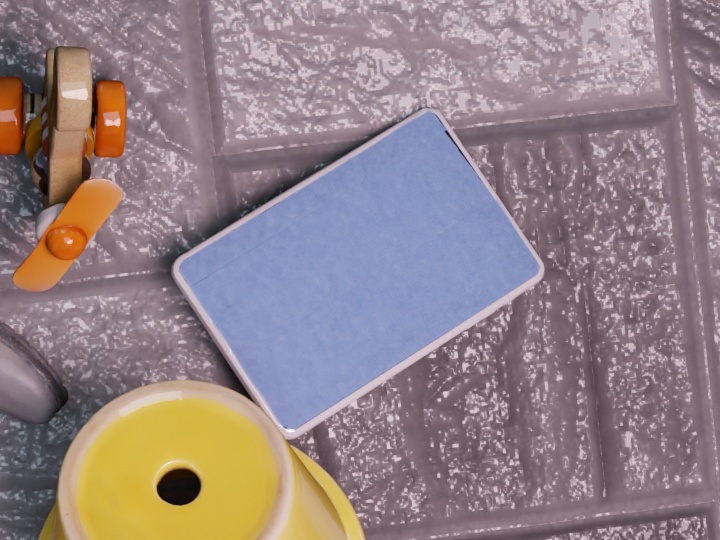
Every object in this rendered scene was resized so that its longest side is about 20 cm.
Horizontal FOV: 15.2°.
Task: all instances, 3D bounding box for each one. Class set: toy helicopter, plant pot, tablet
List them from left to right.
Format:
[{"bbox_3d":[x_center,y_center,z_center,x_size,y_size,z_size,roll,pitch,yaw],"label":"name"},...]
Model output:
[{"bbox_3d":[-0.170,-0.068,1.533,0.079,0.200,0.133,2,74,-8],"label":"toy helicopter"},{"bbox_3d":[-0.094,0.159,1.520,0.200,0.189,0.201,-1,60,2],"label":"plant pot"},{"bbox_3d":[0.000,0.000,1.624,0.200,0.014,0.130,-32,82,-17],"label":"tablet"}]

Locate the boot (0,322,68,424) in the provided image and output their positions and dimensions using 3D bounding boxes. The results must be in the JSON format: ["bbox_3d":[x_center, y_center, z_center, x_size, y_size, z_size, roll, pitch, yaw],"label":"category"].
[{"bbox_3d":[-0.282,0.070,1.566,0.200,0.070,0.132,28,60,2],"label":"boot"}]
